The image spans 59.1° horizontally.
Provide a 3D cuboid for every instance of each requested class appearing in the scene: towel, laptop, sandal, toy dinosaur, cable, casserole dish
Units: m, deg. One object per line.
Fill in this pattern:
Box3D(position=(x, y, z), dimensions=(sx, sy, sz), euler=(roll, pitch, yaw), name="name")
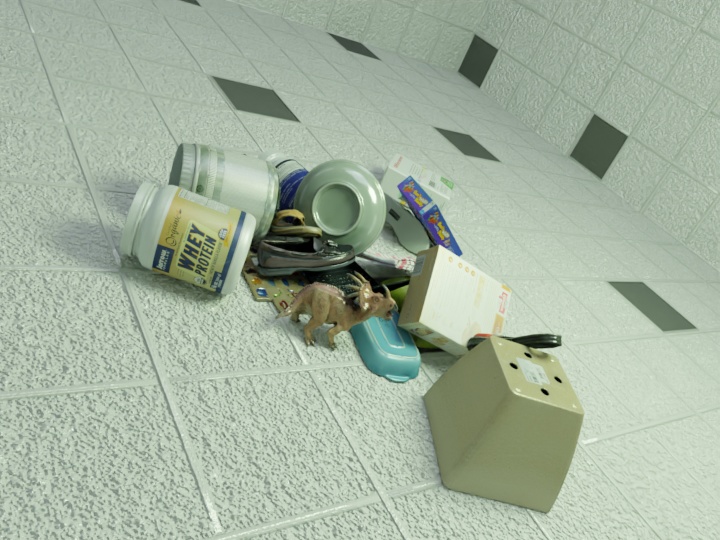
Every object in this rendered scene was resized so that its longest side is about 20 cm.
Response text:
Box3D(position=(0.088, -0.022, 1.370), dimensions=(0.145, 0.031, 0.197), euler=(15, 4, 44), name="towel")
Box3D(position=(0.000, 0.000, 1.261), dimensions=(0.200, 0.105, 0.175), euler=(44, 29, 27), name="laptop")
Box3D(position=(-0.144, -0.097, 1.276), dimensions=(0.079, 0.055, 0.199), euler=(3, 8, -30), name="sandal")
Box3D(position=(-0.047, 0.056, 1.099), dimensions=(0.196, 0.137, 0.087), euler=(13, 30, -21), name="toy dinosaur")
Box3D(position=(0.256, 0.116, 1.091), dimensions=(0.095, 0.200, 0.051), euler=(18, 66, -18), name="cable")
Box3D(position=(0.046, 0.121, 1.177), dimensions=(0.119, 0.039, 0.201), euler=(11, 31, -28), name="casserole dish")

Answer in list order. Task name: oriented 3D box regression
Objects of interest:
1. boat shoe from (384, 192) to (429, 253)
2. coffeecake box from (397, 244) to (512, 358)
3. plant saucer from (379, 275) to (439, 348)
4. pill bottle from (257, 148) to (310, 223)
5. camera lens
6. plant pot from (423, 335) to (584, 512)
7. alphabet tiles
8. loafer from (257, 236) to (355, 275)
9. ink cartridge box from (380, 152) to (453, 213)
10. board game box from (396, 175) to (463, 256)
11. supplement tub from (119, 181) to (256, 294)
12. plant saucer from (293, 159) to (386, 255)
Box3D(position=(0.110, -0.121, 1.592), dimensions=(0.201, 0.071, 0.063), euler=(51, 18, 22), name="boat shoe")
Box3D(position=(0.184, 0.070, 1.212), dimensions=(0.198, 0.073, 0.157), euler=(29, 67, -25), name="coffeecake box")
Box3D(position=(0.163, 0.080, 1.334), dimensions=(0.196, 0.049, 0.201), euler=(8, 33, -31), name="plant saucer")
Box3D(position=(-0.152, -0.179, 1.421), dimensions=(0.200, 0.117, 0.114), euler=(42, 32, 27), name="pill bottle")
Box3D(position=(-0.263, -0.149, 1.229), dimensions=(0.196, 0.162, 0.161), euler=(11, 31, -26), name="camera lens")
Box3D(position=(0.239, 0.228, 1.017), dimensions=(0.196, 0.179, 0.201), euler=(18, 29, -16), name="plant pot")
Box3D(position=(-0.149, 0.015, 1.219), dimensions=(0.164, 0.008, 0.201), euler=(4, 36, -37), name="alphabet tiles")
Box3D(position=(-0.100, -0.035, 1.206), dimensions=(0.195, 0.065, 0.072), euler=(-9, 21, -20), name="loafer")
Box3D(position=(0.159, -0.240, 1.818), dimensions=(0.197, 0.085, 0.145), euler=(27, 28, 0), name="ink cartridge box")
Box3D(position=(0.172, -0.123, 1.564), dimensions=(0.201, 0.044, 0.135), euler=(52, 3, -47), name="board game box")
Box3D(position=(-0.288, -0.056, 1.072), dimensions=(0.196, 0.146, 0.145), euler=(19, 29, -12), name="supplement tub")
Box3D(position=(-0.046, -0.125, 1.297), dimensions=(0.197, 0.203, 0.050), euler=(28, 7, 5), name="plant saucer")
